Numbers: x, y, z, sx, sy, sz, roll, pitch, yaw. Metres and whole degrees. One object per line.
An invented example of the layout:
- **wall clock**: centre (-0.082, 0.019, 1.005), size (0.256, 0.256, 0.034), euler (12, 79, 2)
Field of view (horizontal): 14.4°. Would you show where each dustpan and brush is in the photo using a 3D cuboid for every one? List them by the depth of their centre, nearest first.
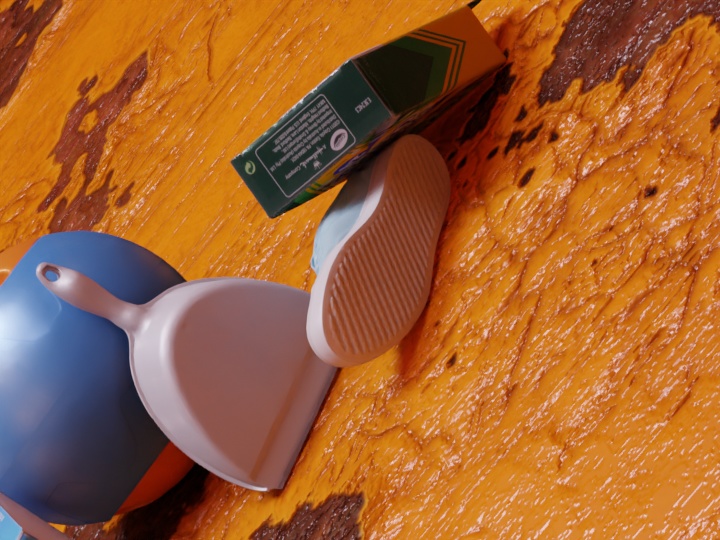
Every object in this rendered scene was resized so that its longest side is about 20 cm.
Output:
- **dustpan and brush**: centre (-0.119, 0.044, 1.866), size (0.057, 0.199, 0.140), euler (-23, 39, 63)

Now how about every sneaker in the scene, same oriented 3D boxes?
- **sneaker**: centre (0.000, 0.000, 1.860), size (0.082, 0.074, 0.200), euler (-35, 19, 41)

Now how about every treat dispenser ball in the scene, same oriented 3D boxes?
- **treat dispenser ball**: centre (-0.195, 0.073, 1.962), size (0.201, 0.201, 0.201), euler (-42, 26, 27)

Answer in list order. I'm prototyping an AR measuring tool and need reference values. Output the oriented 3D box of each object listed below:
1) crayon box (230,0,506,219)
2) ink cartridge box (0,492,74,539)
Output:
- **crayon box**: centre (0.015, -0.112, 1.920), size (0.126, 0.052, 0.200), euler (-39, -4, 34)
- **ink cartridge box**: centre (-0.232, 0.268, 1.840), size (0.200, 0.147, 0.145), euler (-56, 23, -3)
